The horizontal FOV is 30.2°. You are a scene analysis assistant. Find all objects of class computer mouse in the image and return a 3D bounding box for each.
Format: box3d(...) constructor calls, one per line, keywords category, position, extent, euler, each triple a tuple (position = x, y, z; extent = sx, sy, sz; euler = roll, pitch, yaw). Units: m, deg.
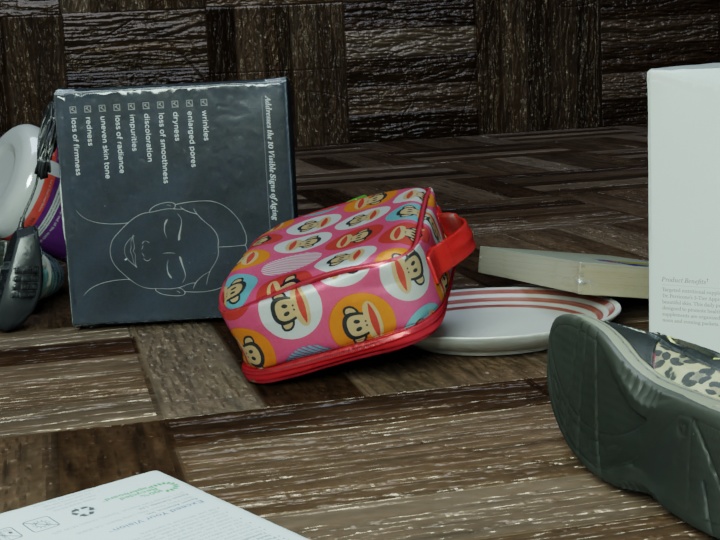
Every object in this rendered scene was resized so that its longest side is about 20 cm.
box3d(category="computer mouse", position=(-0.276, -0.045, 1.141), extent=(0.034, 0.202, 0.059), euler=(15, -3, -21))

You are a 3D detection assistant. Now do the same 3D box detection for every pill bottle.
box3d(category="pill bottle", position=(-0.271, -0.060, 1.321), extent=(0.199, 0.114, 0.112), euler=(24, -9, -38))

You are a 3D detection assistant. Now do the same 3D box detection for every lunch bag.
box3d(category="lunch bag", position=(0.000, 0.000, 0.963), extent=(0.174, 0.083, 0.200), euler=(-17, 15, 15))

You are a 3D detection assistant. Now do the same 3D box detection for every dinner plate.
box3d(category="dinner plate", position=(0.098, 0.039, 1.015), extent=(0.197, 0.025, 0.200), euler=(-2, 9, 0))

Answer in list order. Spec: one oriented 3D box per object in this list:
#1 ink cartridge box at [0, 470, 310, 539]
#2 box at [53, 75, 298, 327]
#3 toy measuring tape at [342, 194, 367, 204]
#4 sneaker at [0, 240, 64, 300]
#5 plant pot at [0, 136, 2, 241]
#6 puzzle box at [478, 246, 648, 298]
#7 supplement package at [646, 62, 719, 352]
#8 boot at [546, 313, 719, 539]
box3d(category="ink cartridge box", position=(-0.099, 0.131, 0.464), extent=(0.198, 0.041, 0.199), euler=(-11, 12, -39))
box3d(category="box", position=(-0.152, -0.063, 1.158), extent=(0.194, 0.203, 0.124), euler=(-3, 8, 0))
box3d(category="toy measuring tape", position=(-0.051, -0.012, 1.318), extent=(0.199, 0.074, 0.073), euler=(-24, 0, 25))
box3d(category="sneaker", position=(-0.375, 0.006, 1.269), extent=(0.198, 0.079, 0.086), euler=(7, -1, 15))
box3d(category="plant pot", position=(-0.448, -0.068, 1.384), extent=(0.198, 0.202, 0.179), euler=(-7, 26, -23))
box3d(category="puzzle box", position=(0.195, 0.002, 1.112), extent=(0.131, 0.026, 0.200), euler=(4, 3, -17))
box3d(category="supplement package", position=(0.287, -0.028, 0.814), extent=(0.189, 0.203, 0.147), euler=(3, 11, 30))
box3d(category="boot", position=(0.196, 0.069, 0.662), extent=(0.152, 0.074, 0.203), euler=(-4, 16, -20))
